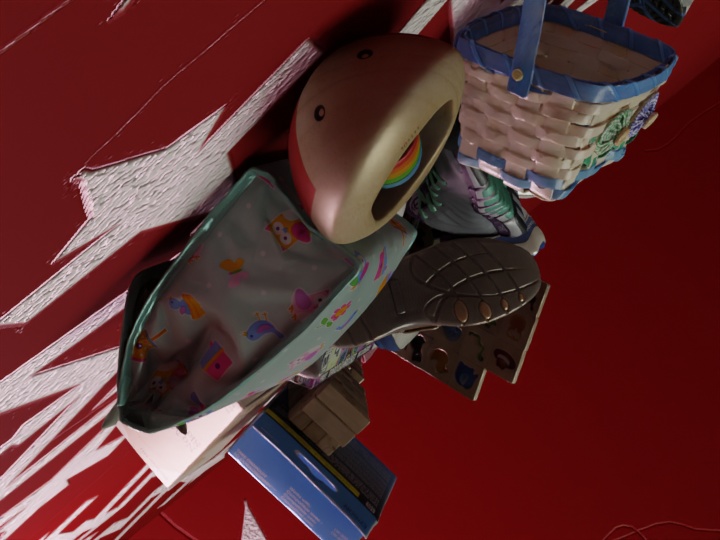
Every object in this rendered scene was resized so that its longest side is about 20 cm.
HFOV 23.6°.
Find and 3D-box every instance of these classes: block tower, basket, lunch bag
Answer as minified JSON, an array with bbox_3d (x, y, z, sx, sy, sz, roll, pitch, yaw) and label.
[{"bbox_3d":[-0.032,0.107,1.628,0.054,0.058,0.200,-43,-168,9],"label":"block tower"},{"bbox_3d":[0.153,-0.165,1.242,0.176,0.139,0.200,-33,135,-51],"label":"basket"},{"bbox_3d":[-0.075,0.022,1.187,0.200,0.122,0.170,-48,174,18],"label":"lunch bag"}]

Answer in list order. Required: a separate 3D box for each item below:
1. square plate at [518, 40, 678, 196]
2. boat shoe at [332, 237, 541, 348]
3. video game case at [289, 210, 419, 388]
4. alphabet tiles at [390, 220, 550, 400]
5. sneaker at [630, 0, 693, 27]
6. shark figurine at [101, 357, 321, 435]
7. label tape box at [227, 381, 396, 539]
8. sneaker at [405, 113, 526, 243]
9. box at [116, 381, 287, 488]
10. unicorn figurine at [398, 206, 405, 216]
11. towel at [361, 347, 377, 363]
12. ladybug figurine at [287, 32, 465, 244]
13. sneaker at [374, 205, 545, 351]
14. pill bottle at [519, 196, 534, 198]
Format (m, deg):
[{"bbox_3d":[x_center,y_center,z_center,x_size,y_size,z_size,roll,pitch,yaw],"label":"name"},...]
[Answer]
[{"bbox_3d":[0.135,-0.116,1.423,0.198,0.028,0.200,1,147,-28],"label":"square plate"},{"bbox_3d":[0.050,0.016,1.443,0.200,0.076,0.072,-9,-179,-6],"label":"boat shoe"},{"bbox_3d":[0.000,0.000,1.559,0.200,0.036,0.182,-25,134,-70],"label":"video game case"},{"bbox_3d":[0.085,0.018,1.617,0.008,0.200,0.167,0,114,-50],"label":"alphabet tiles"},{"bbox_3d":[0.279,-0.284,1.512,0.077,0.076,0.200,-63,178,-9],"label":"sneaker"},{"bbox_3d":[-0.133,0.053,1.414,0.214,0.128,0.089,-23,161,37],"label":"shark figurine"},{"bbox_3d":[-0.047,0.187,1.588,0.066,0.143,0.200,-47,180,12],"label":"label tape box"},{"bbox_3d":[0.070,-0.066,1.378,0.087,0.075,0.200,-17,153,13],"label":"sneaker"},{"bbox_3d":[-0.146,0.114,1.597,0.078,0.095,0.200,-36,172,-38],"label":"box"},{"bbox_3d":[0.004,-0.041,1.333,0.200,0.074,0.137,-56,-178,20],"label":"unicorn figurine"},{"bbox_3d":[0.045,-0.016,1.736,0.200,0.023,0.144,-47,142,-17],"label":"towel"},{"bbox_3d":[0.005,-0.084,1.044,0.136,0.072,0.200,-53,172,-8],"label":"ladybug figurine"},{"bbox_3d":[0.086,0.016,1.561,0.200,0.088,0.075,-52,170,30],"label":"sneaker"},{"bbox_3d":[0.169,-0.148,1.546,0.112,0.112,0.200,-38,174,-22],"label":"pill bottle"}]
